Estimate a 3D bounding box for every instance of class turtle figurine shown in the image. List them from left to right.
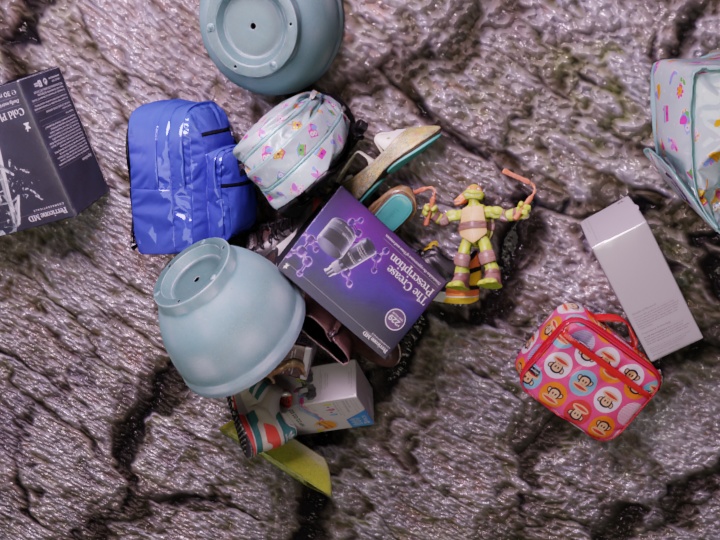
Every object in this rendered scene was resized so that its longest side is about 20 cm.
[{"bbox_3d":[0.156,-0.056,1.028,0.194,0.064,0.166,-1,79,18],"label":"turtle figurine"}]

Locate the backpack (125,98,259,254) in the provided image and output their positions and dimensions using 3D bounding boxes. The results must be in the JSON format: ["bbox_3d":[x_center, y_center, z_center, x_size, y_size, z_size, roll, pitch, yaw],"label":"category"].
[{"bbox_3d":[-0.236,-0.141,1.012,0.163,0.163,0.206,-2,104,10],"label":"backpack"}]

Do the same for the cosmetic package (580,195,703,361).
[{"bbox_3d":[0.402,0.011,1.019,0.084,0.108,0.202,-29,105,19],"label":"cosmetic package"}]

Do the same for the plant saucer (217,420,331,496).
[{"bbox_3d":[-0.139,0.301,1.198,0.197,0.200,0.049,34,71,-7],"label":"plant saucer"}]

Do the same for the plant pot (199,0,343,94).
[{"bbox_3d":[-0.127,-0.324,0.926,0.194,0.135,0.206,3,113,6],"label":"plant pot"}]

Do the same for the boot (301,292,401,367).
[{"bbox_3d":[-0.016,0.108,1.080,0.072,0.167,0.200,-42,102,18],"label":"boot"}]

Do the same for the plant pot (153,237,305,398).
[{"bbox_3d":[-0.188,0.045,0.938,0.196,0.203,0.135,-21,129,16],"label":"plant pot"}]

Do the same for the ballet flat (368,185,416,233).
[{"bbox_3d":[0.008,-0.056,1.060,0.067,0.073,0.200,40,113,-11],"label":"ballet flat"}]

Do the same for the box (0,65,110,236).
[{"bbox_3d":[-0.517,-0.171,1.056,0.195,0.125,0.201,-12,113,12],"label":"box"}]

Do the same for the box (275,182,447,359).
[{"bbox_3d":[0.000,0.000,0.981,0.199,0.079,0.142,40,94,-12],"label":"box"}]

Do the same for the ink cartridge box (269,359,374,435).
[{"bbox_3d":[-0.085,0.215,1.166,0.195,0.069,0.116,-11,144,12],"label":"ink cartridge box"}]

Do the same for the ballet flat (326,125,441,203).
[{"bbox_3d":[0.026,-0.157,1.023,0.199,0.071,0.071,-40,103,21],"label":"ballet flat"}]

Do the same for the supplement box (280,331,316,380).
[{"bbox_3d":[-0.166,0.102,1.131,0.195,0.109,0.062,13,111,1],"label":"supplement box"}]

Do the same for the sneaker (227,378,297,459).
[{"bbox_3d":[-0.157,0.197,1.101,0.091,0.201,0.072,-10,131,-18],"label":"sneaker"}]

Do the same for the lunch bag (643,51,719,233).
[{"bbox_3d":[0.439,-0.164,0.903,0.118,0.171,0.205,-4,110,8],"label":"lunch bag"}]

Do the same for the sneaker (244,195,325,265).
[{"bbox_3d":[-0.119,-0.043,1.060,0.096,0.072,0.200,24,129,-28],"label":"sneaker"}]

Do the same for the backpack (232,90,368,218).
[{"bbox_3d":[-0.089,-0.161,0.959,0.126,0.201,0.166,43,113,-12],"label":"backpack"}]

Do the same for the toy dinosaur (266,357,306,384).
[{"bbox_3d":[-0.160,0.121,1.003,0.133,0.198,0.088,0,82,-33],"label":"toy dinosaur"}]

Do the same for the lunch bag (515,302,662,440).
[{"bbox_3d":[0.359,0.149,1.102,0.198,0.082,0.178,33,109,-9],"label":"lunch bag"}]

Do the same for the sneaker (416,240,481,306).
[{"bbox_3d":[0.089,-0.003,1.083,0.194,0.070,0.093,7,99,4],"label":"sneaker"}]
